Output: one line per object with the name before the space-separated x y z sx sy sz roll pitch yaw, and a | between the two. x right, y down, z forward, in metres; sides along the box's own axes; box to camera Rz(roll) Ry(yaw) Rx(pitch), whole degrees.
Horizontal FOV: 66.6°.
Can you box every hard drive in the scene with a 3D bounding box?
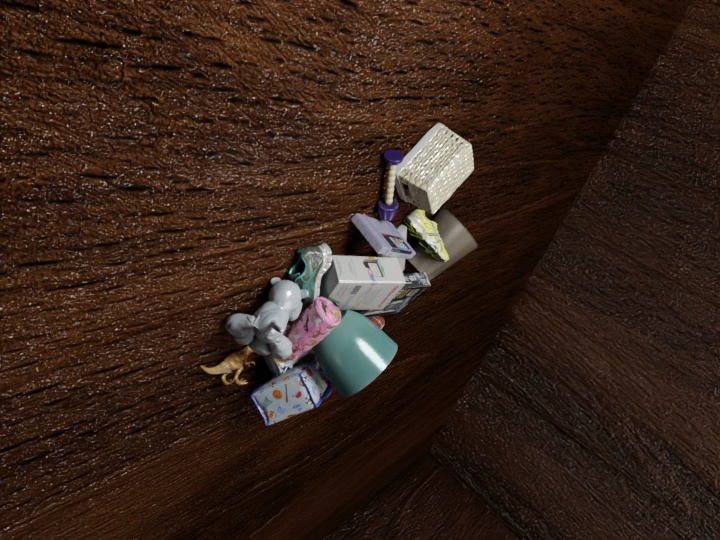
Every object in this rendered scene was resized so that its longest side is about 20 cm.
hard drive | 0.097 -0.031 1.685 0.132 0.027 0.201 -49 155 -28

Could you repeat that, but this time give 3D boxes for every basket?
basket | 0.200 -0.268 1.475 0.200 0.123 0.136 -47 152 -9
basket | 0.251 -0.070 1.778 0.200 0.180 0.136 -44 -165 0

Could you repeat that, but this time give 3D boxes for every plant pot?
plant pot | -0.028 0.201 1.435 0.200 0.161 0.201 -40 -173 6

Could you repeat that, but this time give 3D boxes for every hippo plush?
hippo plush | -0.215 0.093 1.283 0.200 0.158 0.162 92 16 -59

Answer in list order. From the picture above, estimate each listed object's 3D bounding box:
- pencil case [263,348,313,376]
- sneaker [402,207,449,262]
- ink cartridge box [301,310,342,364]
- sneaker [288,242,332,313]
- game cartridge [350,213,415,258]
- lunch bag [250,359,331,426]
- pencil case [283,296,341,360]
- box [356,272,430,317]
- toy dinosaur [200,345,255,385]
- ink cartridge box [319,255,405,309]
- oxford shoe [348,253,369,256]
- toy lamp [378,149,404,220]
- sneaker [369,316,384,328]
pencil case | -0.171 0.202 1.495 0.200 0.090 0.084 -35 112 -33
sneaker | 0.215 -0.104 1.662 0.076 0.075 0.200 -48 116 -15
ink cartridge box | -0.085 0.207 1.640 0.145 0.048 0.201 28 101 -45
sneaker | -0.143 0.019 1.358 0.091 0.078 0.201 -1 122 -38
game cartridge | 0.068 -0.090 1.474 0.038 0.130 0.200 -50 156 18
lunch bag | -0.178 0.326 1.518 0.169 0.125 0.200 -22 -174 14
pencil case | -0.136 0.146 1.370 0.200 0.083 0.087 -41 -156 31
box | 0.096 0.076 1.681 0.157 0.050 0.200 -5 154 -33
toy dinosaur | -0.324 0.235 1.351 0.200 0.060 0.107 -26 120 -50
ink cartridge box | -0.005 0.035 1.439 0.199 0.084 0.145 1 147 -29
oxford shoe | 0.000 0.000 1.537 0.199 0.073 0.072 -10 132 -53
toy lamp | 0.078 -0.215 1.422 0.058 0.058 0.201 -33 148 -32
sneaker | -0.005 0.216 1.804 0.199 0.078 0.082 -36 154 -12
